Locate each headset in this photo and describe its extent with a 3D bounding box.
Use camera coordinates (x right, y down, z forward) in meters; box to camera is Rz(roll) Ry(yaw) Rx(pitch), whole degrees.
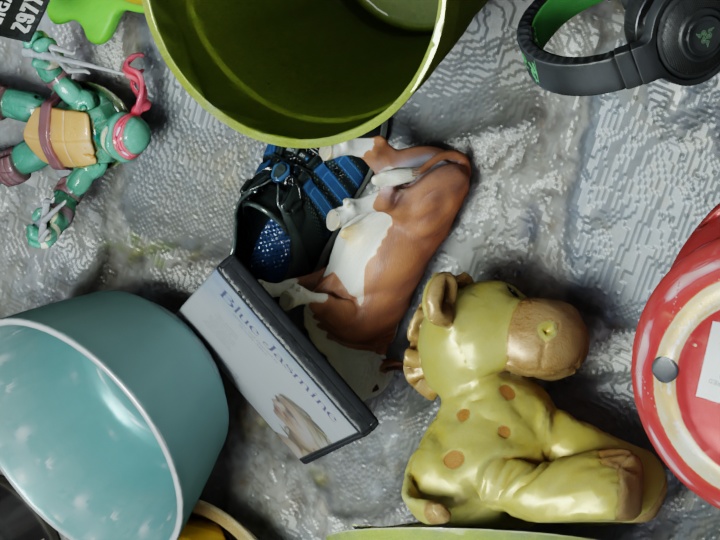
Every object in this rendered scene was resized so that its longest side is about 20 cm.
[{"bbox_3d":[0.195,-0.150,1.339,0.199,0.124,0.094,-19,122,12],"label":"headset"}]

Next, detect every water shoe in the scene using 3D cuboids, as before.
[{"bbox_3d":[-0.038,-0.058,1.492,0.071,0.079,0.201,25,114,17],"label":"water shoe"}]

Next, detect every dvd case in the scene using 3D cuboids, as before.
[{"bbox_3d":[-0.060,0.064,1.491,0.143,0.018,0.200,49,164,-1],"label":"dvd case"}]

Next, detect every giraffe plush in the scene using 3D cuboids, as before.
[{"bbox_3d":[0.092,0.082,1.429,0.199,0.173,0.163,0,82,-9],"label":"giraffe plush"}]

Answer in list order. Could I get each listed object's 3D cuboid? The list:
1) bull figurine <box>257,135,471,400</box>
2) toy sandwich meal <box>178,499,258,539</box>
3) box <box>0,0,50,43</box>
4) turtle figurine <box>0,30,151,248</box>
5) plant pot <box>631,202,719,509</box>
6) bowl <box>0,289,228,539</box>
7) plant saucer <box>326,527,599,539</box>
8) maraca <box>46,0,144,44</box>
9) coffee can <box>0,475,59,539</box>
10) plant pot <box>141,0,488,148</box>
[{"bbox_3d":[0.000,0.000,1.482,0.065,0.121,0.201,44,116,45],"label":"bull figurine"},{"bbox_3d":[-0.132,0.256,1.619,0.205,0.070,0.206,14,113,36],"label":"toy sandwich meal"},{"bbox_3d":[-0.229,-0.271,1.478,0.160,0.049,0.200,-60,37,28],"label":"box"},{"bbox_3d":[-0.215,-0.092,1.559,0.199,0.100,0.151,3,98,39],"label":"turtle figurine"},{"bbox_3d":[0.264,0.048,1.319,0.200,0.182,0.201,9,111,24],"label":"plant pot"},{"bbox_3d":[-0.171,0.093,1.569,0.200,0.105,0.201,24,135,27],"label":"bowl"},{"bbox_3d":[0.076,0.192,1.445,0.199,0.200,0.031,-4,77,27],"label":"plant saucer"},{"bbox_3d":[-0.148,-0.232,1.479,0.200,0.107,0.138,-27,84,33],"label":"maraca"},{"bbox_3d":[-0.331,0.250,1.658,0.146,0.200,0.147,7,108,24],"label":"coffee can"},{"bbox_3d":[-0.002,-0.192,1.369,0.200,0.193,0.201,7,107,24],"label":"plant pot"}]
